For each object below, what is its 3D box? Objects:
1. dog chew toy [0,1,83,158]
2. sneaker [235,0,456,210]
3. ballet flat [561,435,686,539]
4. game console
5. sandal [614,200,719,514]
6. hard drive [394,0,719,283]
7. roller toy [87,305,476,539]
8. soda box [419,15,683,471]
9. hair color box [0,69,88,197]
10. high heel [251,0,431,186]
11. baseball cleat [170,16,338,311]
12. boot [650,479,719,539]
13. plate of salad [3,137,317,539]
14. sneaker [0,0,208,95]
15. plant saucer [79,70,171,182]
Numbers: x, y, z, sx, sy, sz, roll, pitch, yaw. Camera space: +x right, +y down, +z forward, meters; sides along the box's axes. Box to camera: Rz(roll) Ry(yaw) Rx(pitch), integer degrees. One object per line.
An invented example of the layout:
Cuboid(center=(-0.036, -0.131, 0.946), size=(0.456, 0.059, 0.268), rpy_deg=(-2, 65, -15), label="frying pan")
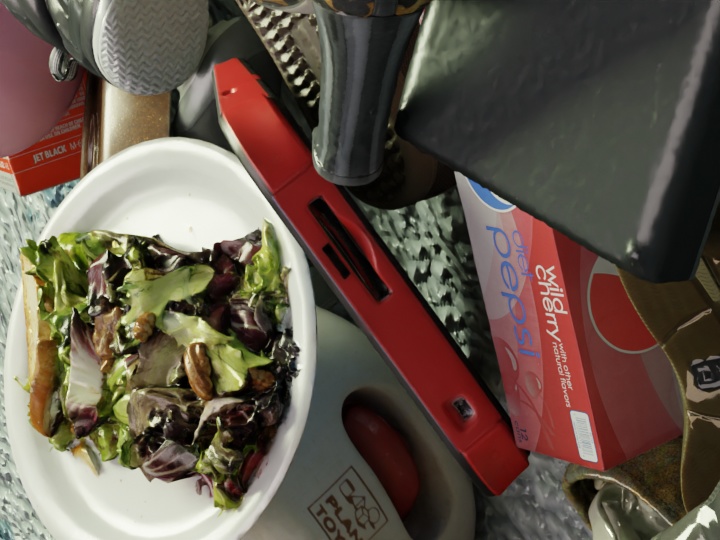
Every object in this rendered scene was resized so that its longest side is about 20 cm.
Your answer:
Cuboid(center=(-0.187, -0.162, 1.445), size=(0.124, 0.124, 0.201), rpy_deg=(15, 86, 58), label="dog chew toy")
Cuboid(center=(-0.006, -0.125, 1.211), size=(0.070, 0.075, 0.201), rpy_deg=(-21, 91, 45), label="sneaker")
Cuboid(center=(0.147, 0.148, 1.147), size=(0.200, 0.070, 0.071), rpy_deg=(57, 152, 20), label="ballet flat")
Cuboid(center=(0.000, 0.000, 1.225), size=(0.200, 0.031, 0.177), rpy_deg=(55, 179, -13), label="game console")
Cuboid(center=(0.151, 0.038, 1.059), size=(0.080, 0.054, 0.201), rpy_deg=(-10, 112, 33), label="sandal")
Cuboid(center=(0.089, -0.114, 0.998), size=(0.139, 0.033, 0.201), rpy_deg=(33, 115, 39), label="hard drive")
Cuboid(center=(-0.049, 0.117, 1.361), size=(0.182, 0.140, 0.201), rpy_deg=(29, 138, 22), label="roller toy")
Cuboid(center=(0.085, -0.027, 1.125), size=(0.063, 0.070, 0.201), rpy_deg=(13, 121, 57), label="soda box")
Cuboid(center=(-0.201, -0.147, 1.561), size=(0.111, 0.064, 0.201), rpy_deg=(-163, 55, -73), label="hair color box")
Cuboid(center=(-0.012, -0.150, 1.065), size=(0.143, 0.071, 0.201), rpy_deg=(100, 159, -48), label="high heel")
Cuboid(center=(-0.046, -0.035, 1.392), size=(0.106, 0.070, 0.200), rpy_deg=(37, 146, 22), label="baseball cleat")
Cuboid(center=(0.198, 0.105, 1.013), size=(0.181, 0.073, 0.200), rpy_deg=(31, 126, -12), label="boot")
Cuboid(center=(-0.099, 0.038, 1.262), size=(0.199, 0.048, 0.201), rpy_deg=(-9, 77, 40), label="plate of salad")
Cuboid(center=(-0.131, -0.183, 1.332), size=(0.114, 0.075, 0.201), rpy_deg=(4, 100, 52), label="sneaker")
Cuboid(center=(-0.122, -0.052, 1.434), size=(0.200, 0.034, 0.201), rpy_deg=(-178, 90, -81), label="plant saucer")
